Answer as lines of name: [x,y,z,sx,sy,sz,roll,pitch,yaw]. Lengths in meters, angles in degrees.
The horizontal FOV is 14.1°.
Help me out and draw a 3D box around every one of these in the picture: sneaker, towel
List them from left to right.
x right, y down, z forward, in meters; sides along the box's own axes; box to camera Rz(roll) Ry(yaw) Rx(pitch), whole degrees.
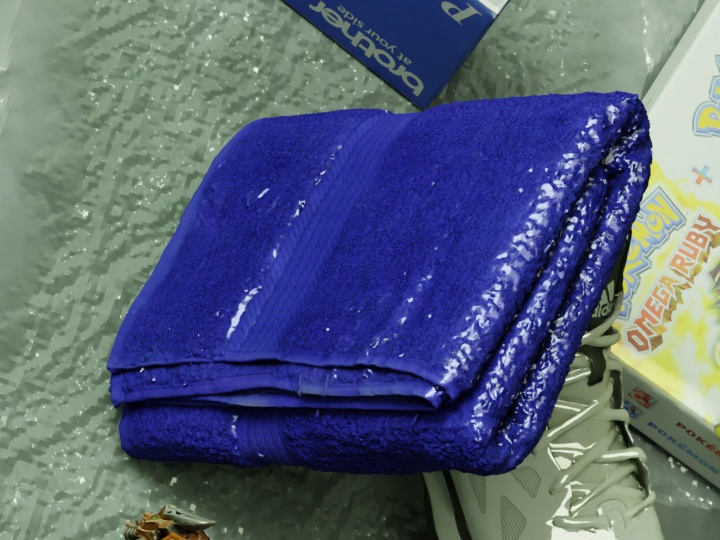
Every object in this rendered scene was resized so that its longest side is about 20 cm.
towel: [0.000,0.000,1.013,0.050,0.200,0.148,39,64,-35]
sneaker: [0.069,0.050,1.032,0.076,0.115,0.201,-14,58,-35]

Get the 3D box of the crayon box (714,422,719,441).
crayon box: [0.242,0.066,1.046,0.051,0.200,0.127,-22,85,-59]

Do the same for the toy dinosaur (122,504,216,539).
toy dinosaur: [-0.059,0.150,0.962,0.136,0.200,0.102,-33,106,-5]

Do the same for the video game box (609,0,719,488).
video game box: [0.180,-0.005,1.151,0.182,0.047,0.200,34,65,-2]

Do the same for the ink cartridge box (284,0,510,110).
ink cartridge box: [-0.029,-0.154,1.116,0.200,0.094,0.044,38,64,-1]
